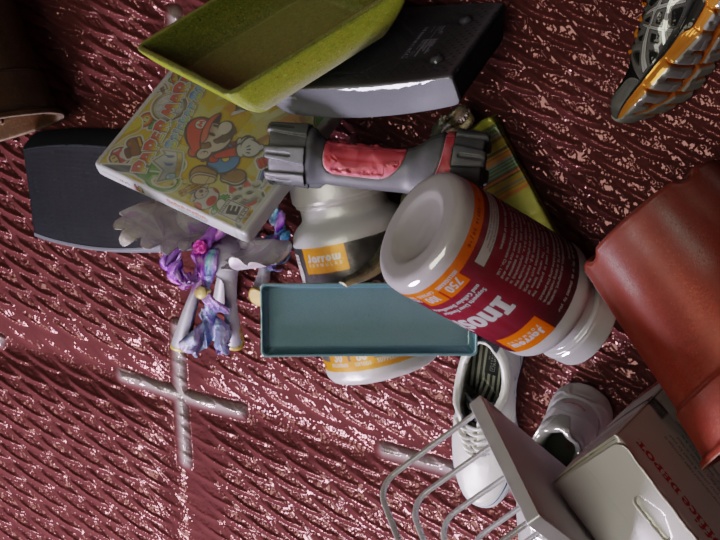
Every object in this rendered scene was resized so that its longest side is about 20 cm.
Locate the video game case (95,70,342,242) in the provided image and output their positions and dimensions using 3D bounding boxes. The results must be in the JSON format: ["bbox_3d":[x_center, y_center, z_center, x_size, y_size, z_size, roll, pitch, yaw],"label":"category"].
[{"bbox_3d":[-0.125,-0.138,1.516,0.182,0.200,0.023,25,156,24],"label":"video game case"}]

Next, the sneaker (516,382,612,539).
[{"bbox_3d":[0.175,0.207,1.493,0.078,0.099,0.200,17,113,25],"label":"sneaker"}]

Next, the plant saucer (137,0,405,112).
[{"bbox_3d":[-0.074,-0.212,1.427,0.200,0.200,0.048,32,152,53],"label":"plant saucer"}]

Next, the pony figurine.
[{"bbox_3d":[-0.137,-0.015,1.558,0.166,0.193,0.200,19,119,14],"label":"pony figurine"}]

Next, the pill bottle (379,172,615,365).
[{"bbox_3d":[0.125,0.005,1.381,0.200,0.113,0.113,28,128,-27],"label":"pill bottle"}]

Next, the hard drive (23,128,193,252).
[{"bbox_3d":[-0.275,-0.083,1.699,0.200,0.042,0.135,5,108,29],"label":"hard drive"}]

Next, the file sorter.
[{"bbox_3d":[0.132,0.232,1.353,0.124,0.200,0.139,-38,41,14],"label":"file sorter"}]

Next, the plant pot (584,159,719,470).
[{"bbox_3d":[0.302,0.028,1.319,0.195,0.201,0.201,53,124,16],"label":"plant pot"}]

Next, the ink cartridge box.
[{"bbox_3d":[0.271,0.183,1.369,0.083,0.200,0.147,-41,83,34],"label":"ink cartridge box"}]

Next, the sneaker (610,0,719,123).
[{"bbox_3d":[0.266,-0.210,1.329,0.077,0.078,0.200,46,120,26],"label":"sneaker"}]

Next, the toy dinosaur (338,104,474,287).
[{"bbox_3d":[0.068,-0.051,1.457,0.088,0.047,0.200,30,81,5],"label":"toy dinosaur"}]

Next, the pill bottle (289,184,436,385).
[{"bbox_3d":[0.000,0.000,1.520,0.116,0.116,0.200,-9,101,32],"label":"pill bottle"}]

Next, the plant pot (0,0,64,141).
[{"bbox_3d":[-0.434,-0.234,1.663,0.200,0.200,0.199,-14,91,33],"label":"plant pot"}]

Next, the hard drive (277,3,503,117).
[{"bbox_3d":[0.023,-0.188,1.433,0.200,0.135,0.042,1,129,33],"label":"hard drive"}]

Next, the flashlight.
[{"bbox_3d":[0.015,-0.102,1.417,0.200,0.068,0.068,8,82,7],"label":"flashlight"}]

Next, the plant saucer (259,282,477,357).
[{"bbox_3d":[0.008,0.044,1.460,0.200,0.019,0.070,-1,100,-1],"label":"plant saucer"}]

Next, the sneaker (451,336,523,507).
[{"bbox_3d":[0.113,0.141,1.525,0.073,0.071,0.200,11,111,27],"label":"sneaker"}]

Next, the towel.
[{"bbox_3d":[0.141,-0.041,1.485,0.086,0.018,0.200,-29,90,37],"label":"towel"}]
